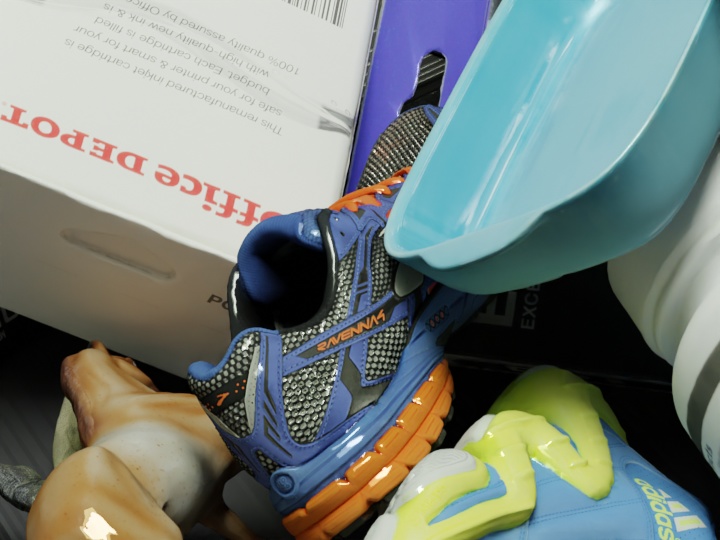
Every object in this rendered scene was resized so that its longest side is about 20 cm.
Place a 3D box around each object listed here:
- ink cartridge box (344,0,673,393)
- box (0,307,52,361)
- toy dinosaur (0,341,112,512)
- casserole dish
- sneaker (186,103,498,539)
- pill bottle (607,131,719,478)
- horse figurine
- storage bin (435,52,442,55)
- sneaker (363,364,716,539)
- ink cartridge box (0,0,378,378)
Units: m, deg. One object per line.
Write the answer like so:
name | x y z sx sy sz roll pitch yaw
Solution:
ink cartridge box | 0.088 -0.056 0.913 0.199 0.043 0.199 6 77 19
box | -0.212 -0.001 0.984 0.200 0.044 0.160 -35 46 -26
toy dinosaur | -0.106 0.092 0.854 0.088 0.048 0.200 -4 40 -18
casserole dish | 0.081 -0.063 0.810 0.121 0.039 0.200 -19 34 46
sneaker | 0.000 0.000 0.831 0.075 0.078 0.200 -36 20 33
pill bottle | 0.169 0.047 0.767 0.114 0.114 0.200 -23 55 -15
horse figurine | -0.059 0.086 0.798 0.132 0.050 0.200 32 26 -1
storage bin | 0.126 -0.145 1.040 0.200 0.094 0.135 19 49 31
sneaker | 0.059 0.098 0.759 0.105 0.076 0.200 33 34 9
ink cartridge box | -0.080 -0.071 0.941 0.146 0.083 0.200 22 49 -14
